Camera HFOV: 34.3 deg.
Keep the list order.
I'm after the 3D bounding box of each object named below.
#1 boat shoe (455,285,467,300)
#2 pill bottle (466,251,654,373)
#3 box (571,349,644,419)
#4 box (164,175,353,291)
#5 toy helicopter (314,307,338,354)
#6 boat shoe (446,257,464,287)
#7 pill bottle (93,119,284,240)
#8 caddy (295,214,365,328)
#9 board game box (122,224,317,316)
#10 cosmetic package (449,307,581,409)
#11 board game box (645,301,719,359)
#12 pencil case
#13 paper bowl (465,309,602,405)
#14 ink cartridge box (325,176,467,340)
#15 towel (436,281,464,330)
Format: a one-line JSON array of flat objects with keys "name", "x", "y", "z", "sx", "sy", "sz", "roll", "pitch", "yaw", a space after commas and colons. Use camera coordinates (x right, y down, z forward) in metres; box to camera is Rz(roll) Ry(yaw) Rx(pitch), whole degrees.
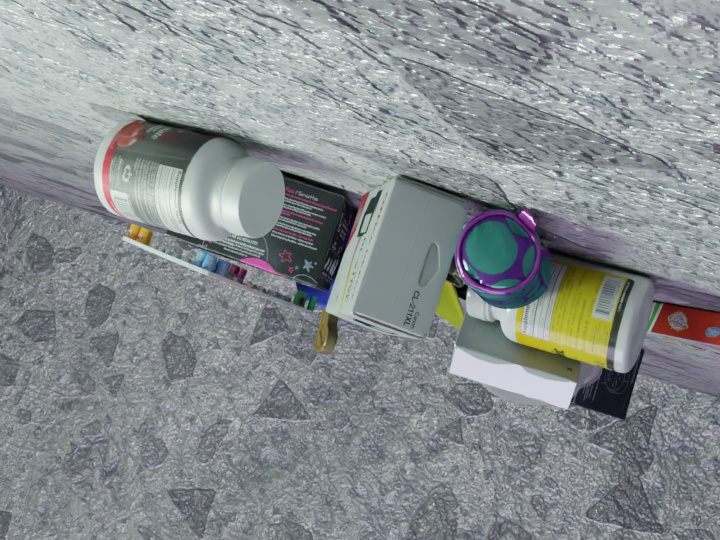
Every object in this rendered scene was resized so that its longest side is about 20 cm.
[{"name": "boat shoe", "x": 0.149, "y": 0.008, "z": 1.634, "sx": 0.074, "sy": 0.063, "sz": 0.200, "roll": 18, "pitch": 175, "yaw": 15}, {"name": "pill bottle", "x": 0.227, "y": 0.038, "z": 1.340, "sx": 0.198, "sy": 0.113, "sz": 0.111, "roll": 16, "pitch": 176, "yaw": 23}, {"name": "box", "x": 0.456, "y": 0.198, "z": 2.320, "sx": 0.106, "sy": 0.151, "sz": 0.199, "roll": 13, "pitch": 174, "yaw": 46}, {"name": "box", "x": -0.120, "y": -0.061, "z": 1.440, "sx": 0.197, "sy": 0.116, "sz": 0.132, "roll": 19, "pitch": 178, "yaw": 6}, {"name": "toy helicopter", "x": -0.046, "y": 0.031, "z": 1.769, "sx": 0.078, "sy": 0.203, "sz": 0.132, "roll": 18, "pitch": 159, "yaw": -24}, {"name": "boat shoe", "x": 0.073, "y": -0.031, "z": 1.417, "sx": 0.200, "sy": 0.061, "sz": 0.071, "roll": 21, "pitch": 175, "yaw": -43}, {"name": "pill bottle", "x": -0.184, "y": -0.095, "z": 1.267, "sx": 0.198, "sy": 0.112, "sz": 0.110, "roll": 15, "pitch": 176, "yaw": 30}, {"name": "caddy", "x": 0.000, "y": 0.000, "z": 1.585, "sx": 0.104, "sy": 0.143, "sz": 0.200, "roll": 19, "pitch": 178, "yaw": 25}, {"name": "board game box", "x": -0.180, "y": -0.001, "z": 1.511, "sx": 0.199, "sy": 0.026, "sz": 0.199, "roll": 23, "pitch": 177, "yaw": -44}, {"name": "cosmetic package", "x": 0.203, "y": 0.068, "z": 1.435, "sx": 0.149, "sy": 0.052, "sz": 0.201, "roll": 15, "pitch": -141, "yaw": 9}, {"name": "board game box", "x": 0.448, "y": 0.084, "z": 1.529, "sx": 0.152, "sy": 0.041, "sz": 0.199, "roll": 20, "pitch": 175, "yaw": -33}, {"name": "pencil case", "x": 0.150, "y": -0.010, "z": 1.194, "sx": 0.085, "sy": 0.092, "sz": 0.200, "roll": 52, "pitch": -174, "yaw": 11}, {"name": "paper bowl", "x": 0.235, "y": 0.115, "z": 1.601, "sx": 0.197, "sy": 0.106, "sz": 0.201, "roll": 10, "pitch": 153, "yaw": 5}, {"name": "ink cartridge box", "x": 0.034, "y": -0.011, "z": 1.230, "sx": 0.082, "sy": 0.148, "sz": 0.200, "roll": 19, "pitch": 175, "yaw": -8}, {"name": "towel", "x": 0.103, "y": 0.020, "z": 1.626, "sx": 0.086, "sy": 0.018, "sz": 0.201, "roll": 37, "pitch": 164, "yaw": 34}]
